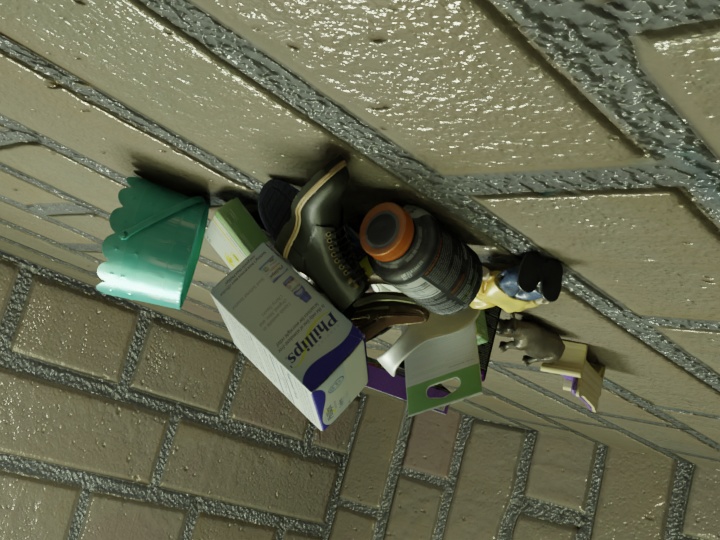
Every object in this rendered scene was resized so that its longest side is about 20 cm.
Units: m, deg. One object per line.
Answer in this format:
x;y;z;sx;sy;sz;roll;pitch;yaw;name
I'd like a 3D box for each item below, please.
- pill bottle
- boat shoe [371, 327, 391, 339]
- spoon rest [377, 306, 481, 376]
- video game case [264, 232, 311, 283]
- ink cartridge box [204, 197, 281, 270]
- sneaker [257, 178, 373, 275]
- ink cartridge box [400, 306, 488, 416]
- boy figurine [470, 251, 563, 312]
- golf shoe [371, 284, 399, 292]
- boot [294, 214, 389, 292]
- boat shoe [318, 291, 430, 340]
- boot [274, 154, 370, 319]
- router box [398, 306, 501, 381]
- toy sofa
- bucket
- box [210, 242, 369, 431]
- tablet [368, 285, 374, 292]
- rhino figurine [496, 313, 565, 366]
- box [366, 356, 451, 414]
0.078;-0.019;1.147;0.105;0.108;0.199;7;164;36;pill bottle
0.031;0.081;1.521;0.198;0.061;0.073;-26;-136;-39;boat shoe
0.108;0.080;1.341;0.099;0.200;0.061;44;176;7;spoon rest
-0.112;-0.016;1.453;0.199;0.024;0.182;36;179;32;video game case
-0.193;-0.014;1.398;0.146;0.048;0.200;51;151;2;ink cartridge box
-0.059;-0.051;1.195;0.199;0.074;0.082;41;-159;8;sneaker
0.136;0.127;1.393;0.144;0.204;0.048;-23;146;30;ink cartridge box
0.216;0.023;1.250;0.122;0.066;0.200;20;168;-15;boy figurine
0.019;-0.020;1.354;0.197;0.076;0.092;26;138;-19;golf shoe
0.000;0.000;1.295;0.145;0.071;0.199;-33;117;34;boot
0.007;0.078;1.297;0.198;0.076;0.075;0;158;13;boat shoe
-0.023;-0.038;1.068;0.139;0.077;0.201;47;150;10;boot
0.155;0.108;1.497;0.050;0.152;0.199;22;167;-27;router box
0.421;0.210;1.710;0.081;0.100;0.200;9;166;29;toy sofa
-0.330;-0.042;1.390;0.132;0.212;0.207;15;168;-7;bucket
-0.091;0.094;1.181;0.199;0.105;0.185;42;163;19;box
-0.004;0.015;1.457;0.129;0.014;0.199;35;-169;35;tablet
0.296;0.120;1.569;0.198;0.061;0.087;28;149;-36;rhino figurine
0.052;0.187;1.486;0.196;0.040;0.137;20;179;-5;box
